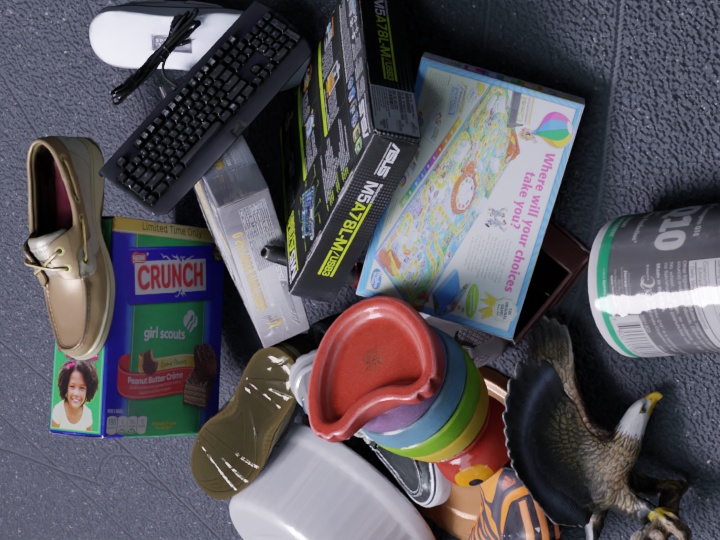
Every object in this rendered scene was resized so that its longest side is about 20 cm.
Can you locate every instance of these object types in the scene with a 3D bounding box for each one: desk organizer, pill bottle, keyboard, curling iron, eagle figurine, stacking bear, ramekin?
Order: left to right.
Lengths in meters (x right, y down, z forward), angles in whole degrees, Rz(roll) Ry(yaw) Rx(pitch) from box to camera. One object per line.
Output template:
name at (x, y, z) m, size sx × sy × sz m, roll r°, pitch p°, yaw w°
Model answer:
keyboard at (-0.144, -0.148, 1.463) m, size 0.127 × 0.200 × 0.021 m, roll 35°, pitch 165°, yaw 24°
ramekin at (-0.032, 0.249, 1.690) m, size 0.200 × 0.098 × 0.201 m, roll 35°, pitch 156°, yaw 18°
curling iron at (0.000, 0.000, 1.515) m, size 0.049 × 0.199 × 0.026 m, roll -10°, pitch 70°, yaw 55°
stacking bear at (0.059, 0.113, 1.449) m, size 0.121 × 0.114 × 0.200 m, roll -28°, pitch 138°, yaw 22°
desk organizer at (0.088, -0.038, 1.475) m, size 0.200 × 0.077 × 0.072 m, roll 41°, pitch 135°, yaw 9°
eagle figurine at (0.191, 0.147, 1.484) m, size 0.200 × 0.151 × 0.152 m, roll 36°, pitch 157°, yaw -2°
pill bottle at (0.282, 0.004, 1.327) m, size 0.199 × 0.113 × 0.114 m, roll -7°, pitch 113°, yaw 40°

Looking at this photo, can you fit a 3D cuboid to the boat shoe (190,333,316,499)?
boat shoe at (-0.093, 0.136, 1.641) m, size 0.072 × 0.066 × 0.201 m, roll 42°, pitch 128°, yaw 14°

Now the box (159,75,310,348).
box at (-0.109, -0.052, 1.540) m, size 0.200 × 0.048 × 0.159 m, roll 76°, pitch 170°, yaw -52°

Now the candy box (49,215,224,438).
candy box at (-0.205, 0.054, 1.646) m, size 0.077 × 0.169 × 0.201 m, roll -1°, pitch 87°, yaw 34°

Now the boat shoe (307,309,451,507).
boat shoe at (0.014, 0.129, 1.608) m, size 0.074 × 0.068 × 0.200 m, roll -34°, pitch 77°, yaw 50°

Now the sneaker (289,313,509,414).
sneaker at (0.041, 0.094, 1.537) m, size 0.199 × 0.082 × 0.075 m, roll -21°, pitch 127°, yaw 0°

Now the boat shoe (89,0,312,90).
boat shoe at (-0.135, -0.207, 1.546) m, size 0.199 × 0.065 × 0.074 m, roll 13°, pitch 118°, yaw 6°

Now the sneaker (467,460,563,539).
sneaker at (0.129, 0.217, 1.576) m, size 0.200 × 0.077 × 0.113 m, roll 137°, pitch 124°, yaw -65°

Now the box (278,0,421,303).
box at (-0.014, -0.110, 1.435) m, size 0.047 × 0.201 × 0.194 m, roll 10°, pitch 135°, yaw -17°

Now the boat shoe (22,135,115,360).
boat shoe at (-0.264, -0.021, 1.549) m, size 0.074 × 0.066 × 0.201 m, roll -15°, pitch 77°, yaw 34°

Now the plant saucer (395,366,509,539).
plant saucer at (0.102, 0.176, 1.637) m, size 0.200 × 0.032 × 0.201 m, roll 19°, pitch 128°, yaw 26°

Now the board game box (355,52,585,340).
board game box at (0.087, -0.059, 1.410) m, size 0.134 × 0.034 × 0.201 m, roll 17°, pitch 106°, yaw 2°
